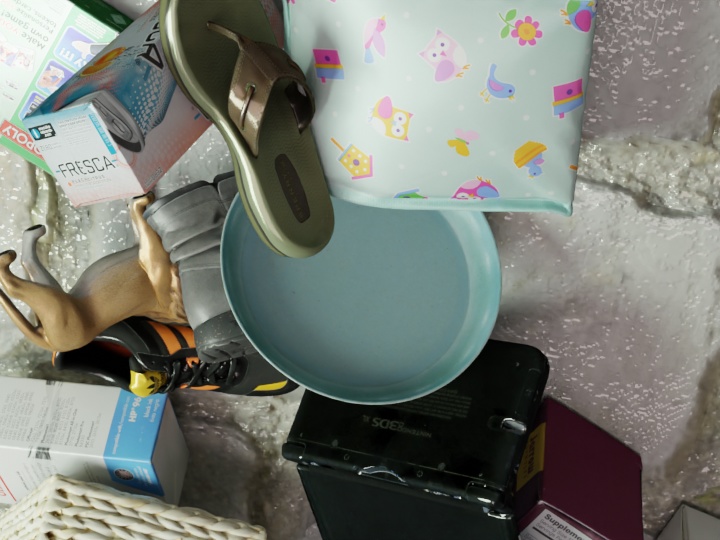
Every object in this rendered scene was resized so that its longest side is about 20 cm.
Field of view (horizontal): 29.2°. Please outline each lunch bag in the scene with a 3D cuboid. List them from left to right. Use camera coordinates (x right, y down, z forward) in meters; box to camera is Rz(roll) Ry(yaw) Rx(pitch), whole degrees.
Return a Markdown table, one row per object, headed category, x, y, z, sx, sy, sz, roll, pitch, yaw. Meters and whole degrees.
| category | x | y | z | sx | sy | sz | roll | pitch | yaw |
| --- | --- | --- | --- | --- | --- | --- | --- | --- | --- |
| lunch bag | 0.047 | -0.132 | 0.895 | 0.200 | 0.122 | 0.170 | 4 | 123 | 6 |

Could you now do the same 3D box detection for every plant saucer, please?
| category | x | y | z | sx | sy | sz | roll | pitch | yaw |
| --- | --- | --- | --- | --- | --- | --- | --- | --- | --- |
| plant saucer | 0.000 | 0.000 | 0.961 | 0.200 | 0.200 | 0.027 | 23 | 154 | -4 |

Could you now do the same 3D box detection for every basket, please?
| category | x | y | z | sx | sy | sz | roll | pitch | yaw |
| --- | --- | --- | --- | --- | --- | --- | --- | --- | --- |
| basket | -0.204 | 0.275 | 1.110 | 0.200 | 0.161 | 0.198 | 18 | 154 | -22 |

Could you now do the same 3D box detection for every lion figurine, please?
| category | x | y | z | sx | sy | sz | roll | pitch | yaw |
| --- | --- | --- | --- | --- | --- | --- | --- | --- | --- |
| lion figurine | -0.184 | 0.014 | 1.023 | 0.200 | 0.072 | 0.123 | -22 | 108 | -16 |

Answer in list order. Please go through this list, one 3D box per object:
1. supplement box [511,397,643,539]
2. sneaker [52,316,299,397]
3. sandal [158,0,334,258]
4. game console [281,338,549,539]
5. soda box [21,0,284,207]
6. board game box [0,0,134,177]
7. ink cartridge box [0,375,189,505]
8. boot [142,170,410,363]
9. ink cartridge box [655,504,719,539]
| category | x | y | z | sx | sy | sz | roll | pitch | yaw |
| --- | --- | --- | --- | --- | --- | --- | --- | --- | --- |
| supplement box | 0.125 | 0.223 | 1.095 | 0.103 | 0.131 | 0.200 | 33 | 120 | -10 |
| sneaker | -0.142 | 0.074 | 1.075 | 0.200 | 0.090 | 0.070 | 14 | 123 | 2 |
| sandal | -0.055 | -0.102 | 0.855 | 0.057 | 0.080 | 0.201 | -3 | 120 | 47 |
| game console | 0.053 | 0.144 | 1.034 | 0.200 | 0.176 | 0.116 | 7 | 158 | 38 |
| soda box | -0.123 | -0.124 | 0.882 | 0.064 | 0.200 | 0.068 | -9 | 122 | 35 |
| board game box | -0.245 | -0.155 | 0.989 | 0.200 | 0.029 | 0.135 | 33 | 122 | -10 |
| ink cartridge box | -0.251 | 0.144 | 1.130 | 0.200 | 0.068 | 0.116 | 5 | 146 | 6 |
| boot | -0.047 | -0.019 | 1.002 | 0.070 | 0.200 | 0.132 | -42 | 64 | 55 |
| ink cartridge box | 0.285 | 0.309 | 1.146 | 0.147 | 0.083 | 0.200 | 23 | 123 | -5 |
